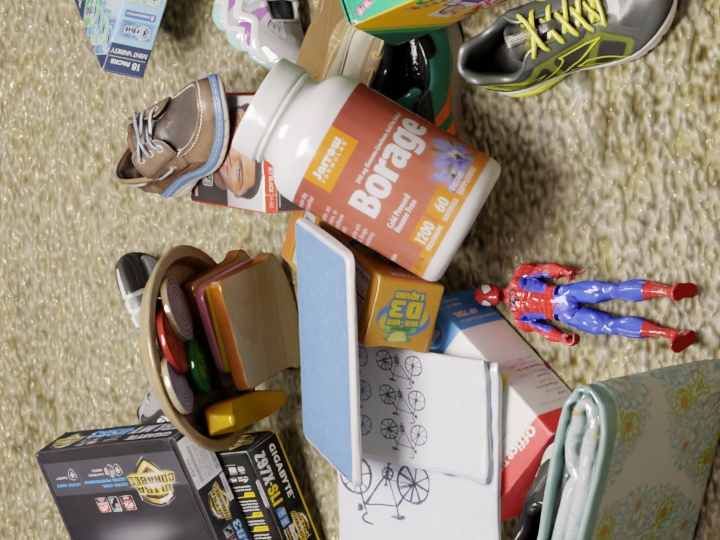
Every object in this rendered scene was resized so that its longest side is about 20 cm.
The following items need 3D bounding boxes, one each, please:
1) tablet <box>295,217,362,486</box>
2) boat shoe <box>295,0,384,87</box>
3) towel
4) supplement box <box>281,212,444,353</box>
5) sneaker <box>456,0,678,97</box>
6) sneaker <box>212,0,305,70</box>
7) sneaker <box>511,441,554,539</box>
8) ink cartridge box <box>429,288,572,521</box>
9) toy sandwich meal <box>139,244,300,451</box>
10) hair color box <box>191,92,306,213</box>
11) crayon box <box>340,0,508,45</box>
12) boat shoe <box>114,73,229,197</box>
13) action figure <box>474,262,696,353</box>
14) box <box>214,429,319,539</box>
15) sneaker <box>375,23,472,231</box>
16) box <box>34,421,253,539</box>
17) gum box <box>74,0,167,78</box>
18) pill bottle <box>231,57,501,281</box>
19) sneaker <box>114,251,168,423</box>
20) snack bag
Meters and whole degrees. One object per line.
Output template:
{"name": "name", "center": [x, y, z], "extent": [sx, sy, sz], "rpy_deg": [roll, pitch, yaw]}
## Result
{"name": "tablet", "center": [-0.025, 0.066, 1.691], "extent": [0.130, 0.014, 0.201], "rpy_deg": [-144, 49, -63]}
{"name": "boat shoe", "center": [0.005, -0.219, 1.742], "extent": [0.200, 0.069, 0.074], "rpy_deg": [-63, 38, 34]}
{"name": "towel", "center": [0.204, 0.169, 1.562], "extent": [0.048, 0.171, 0.201], "rpy_deg": [26, 113, 37]}
{"name": "supplement box", "center": [0.000, 0.000, 1.727], "extent": [0.200, 0.066, 0.069], "rpy_deg": [49, 126, 56]}
{"name": "sneaker", "center": [0.160, -0.184, 1.602], "extent": [0.200, 0.084, 0.075], "rpy_deg": [-29, 79, 39]}
{"name": "sneaker", "center": [-0.082, -0.282, 1.799], "extent": [0.200, 0.078, 0.140], "rpy_deg": [54, 127, 20]}
{"name": "sneaker", "center": [0.154, 0.237, 1.640], "extent": [0.066, 0.091, 0.201], "rpy_deg": [15, 126, 25]}
{"name": "ink cartridge box", "center": [0.112, 0.127, 1.702], "extent": [0.200, 0.067, 0.116], "rpy_deg": [48, 124, 24]}
{"name": "toy sandwich meal", "center": [-0.121, 0.064, 1.810], "extent": [0.070, 0.205, 0.206], "rpy_deg": [-13, 88, 24]}
{"name": "hair color box", "center": [-0.092, -0.106, 1.790], "extent": [0.200, 0.061, 0.102], "rpy_deg": [-170, 78, -67]}
{"name": "crayon box", "center": [0.089, -0.244, 1.588], "extent": [0.199, 0.119, 0.059], "rpy_deg": [-21, 82, 17]}
{"name": "boat shoe", "center": [-0.169, -0.112, 1.801], "extent": [0.200, 0.072, 0.073], "rpy_deg": [131, 133, -60]}
{"name": "action figure", "center": [0.174, 0.027, 1.650], "extent": [0.199, 0.052, 0.066], "rpy_deg": [6, 104, 42]}
{"name": "box", "center": [-0.135, 0.237, 1.916], "extent": [0.199, 0.049, 0.160], "rpy_deg": [-11, 108, 41]}
{"name": "sneaker", "center": [0.047, -0.118, 1.710], "extent": [0.071, 0.080, 0.201], "rpy_deg": [-5, 94, 38]}
{"name": "box", "center": [-0.191, 0.241, 1.899], "extent": [0.199, 0.050, 0.199], "rpy_deg": [-9, 106, 41]}
{"name": "gum box", "center": [-0.206, -0.303, 1.873], "extent": [0.170, 0.044, 0.201], "rpy_deg": [-119, 43, -55]}
{"name": "pill bottle", "center": [0.003, -0.085, 1.638], "extent": [0.199, 0.112, 0.112], "rpy_deg": [30, 118, 2]}
{"name": "sneaker", "center": [-0.196, 0.089, 1.957], "extent": [0.116, 0.075, 0.200], "rpy_deg": [-48, 67, 37]}
{"name": "snack bag", "center": [0.041, 0.162, 1.711], "extent": [0.188, 0.021, 0.201], "rpy_deg": [7, 103, 40]}
